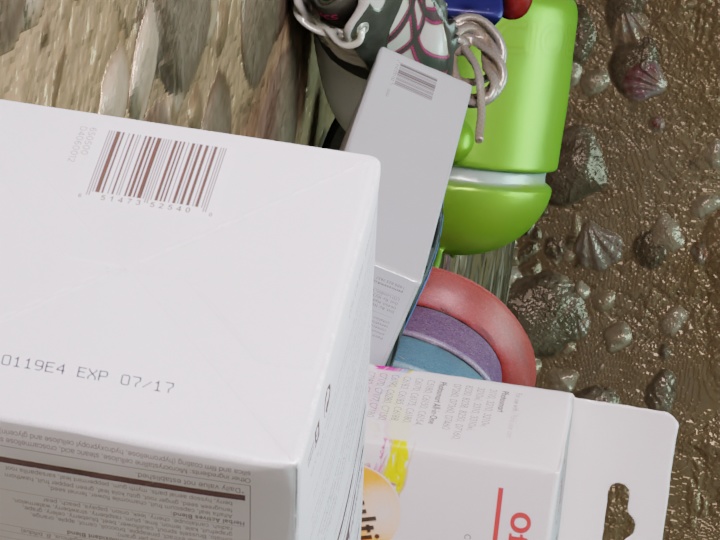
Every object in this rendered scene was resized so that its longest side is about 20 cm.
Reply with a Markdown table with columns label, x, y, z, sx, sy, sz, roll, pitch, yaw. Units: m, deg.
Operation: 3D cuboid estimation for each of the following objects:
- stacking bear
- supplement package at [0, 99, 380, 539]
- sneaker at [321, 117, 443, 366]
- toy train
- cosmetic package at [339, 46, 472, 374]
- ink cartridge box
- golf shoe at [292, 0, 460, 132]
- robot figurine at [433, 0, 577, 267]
| label | x | y | z | sx | sy | sz | roll | pitch | yaw |
| --- | --- | --- | --- | --- | --- | --- | --- | --- | --- |
| stacking bear | 0.012 | 0.106 | 1.557 | 0.114 | 0.121 | 0.200 | 93 | 15 | -56 |
| supplement package | -0.061 | 0.070 | 0.773 | 0.200 | 0.113 | 0.110 | 94 | 8 | -45 |
| sneaker | 0.000 | 0.000 | 1.435 | 0.083 | 0.071 | 0.200 | 99 | 4 | -69 |
| toy train | 0.036 | -0.123 | 1.480 | 0.116 | 0.084 | 0.200 | 114 | -23 | -58 |
| cosmetic package | -0.009 | 0.012 | 1.263 | 0.200 | 0.052 | 0.151 | -73 | -173 | -61 |
| ink cartridge box | 0.020 | 0.105 | 1.151 | 0.068 | 0.199 | 0.115 | -70 | 166 | -64 |
| golf shoe | -0.003 | -0.126 | 1.342 | 0.088 | 0.077 | 0.200 | -48 | 152 | -38 |
| robot figurine | 0.061 | -0.100 | 1.660 | 0.175 | 0.115 | 0.201 | -26 | 124 | -76 |
